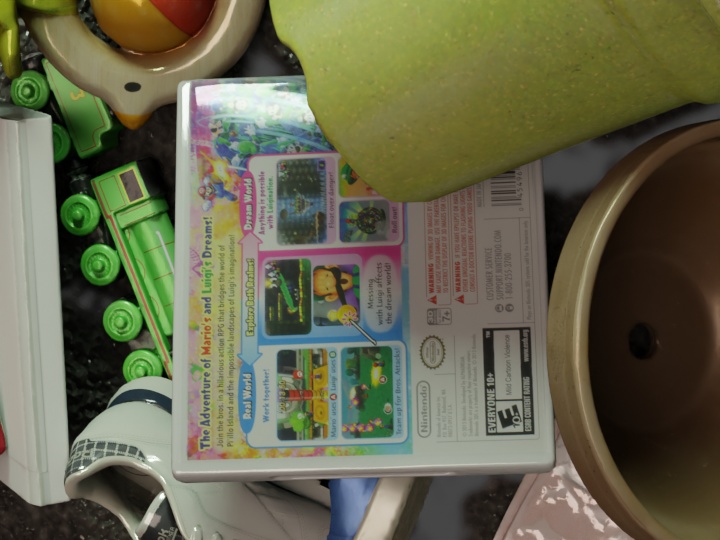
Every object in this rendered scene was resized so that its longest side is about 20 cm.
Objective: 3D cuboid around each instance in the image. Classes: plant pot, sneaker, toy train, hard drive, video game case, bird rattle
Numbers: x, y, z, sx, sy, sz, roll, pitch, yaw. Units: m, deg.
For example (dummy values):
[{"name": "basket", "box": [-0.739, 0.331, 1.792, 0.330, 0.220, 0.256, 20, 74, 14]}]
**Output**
[{"name": "plant pot", "box": [0.068, -0.125, 0.840, 0.183, 0.200, 0.202, -28, 90, 22]}, {"name": "sneaker", "box": [-0.064, 0.142, 1.002, 0.199, 0.081, 0.077, 31, 121, 0]}, {"name": "plant pot", "box": [0.154, 0.034, 0.879, 0.092, 0.200, 0.203, -4, 103, 61]}, {"name": "toy train", "box": [-0.129, -0.028, 1.029, 0.056, 0.042, 0.201, -21, 93, 13]}, {"name": "hard drive", "box": [-0.193, 0.012, 1.028, 0.132, 0.026, 0.202, 19, 113, 59]}, {"name": "video game case", "box": [0.000, 0.000, 0.921, 0.180, 0.024, 0.202, -2, 73, 4]}, {"name": "sneaker", "box": [-0.010, 0.059, 0.971, 0.110, 0.077, 0.202, 17, 97, 12]}, {"name": "bird rattle", "box": [-0.119, -0.168, 0.974, 0.200, 0.113, 0.163, -43, 108, -4]}]

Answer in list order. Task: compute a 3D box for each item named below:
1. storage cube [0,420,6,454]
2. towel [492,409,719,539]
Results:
[{"name": "storage cube", "box": [-0.320, 0.037, 1.009, 0.170, 0.179, 0.202, -5, 100, 52]}, {"name": "towel", "box": [0.161, 0.168, 0.962, 0.199, 0.032, 0.192, 27, 110, 15]}]
